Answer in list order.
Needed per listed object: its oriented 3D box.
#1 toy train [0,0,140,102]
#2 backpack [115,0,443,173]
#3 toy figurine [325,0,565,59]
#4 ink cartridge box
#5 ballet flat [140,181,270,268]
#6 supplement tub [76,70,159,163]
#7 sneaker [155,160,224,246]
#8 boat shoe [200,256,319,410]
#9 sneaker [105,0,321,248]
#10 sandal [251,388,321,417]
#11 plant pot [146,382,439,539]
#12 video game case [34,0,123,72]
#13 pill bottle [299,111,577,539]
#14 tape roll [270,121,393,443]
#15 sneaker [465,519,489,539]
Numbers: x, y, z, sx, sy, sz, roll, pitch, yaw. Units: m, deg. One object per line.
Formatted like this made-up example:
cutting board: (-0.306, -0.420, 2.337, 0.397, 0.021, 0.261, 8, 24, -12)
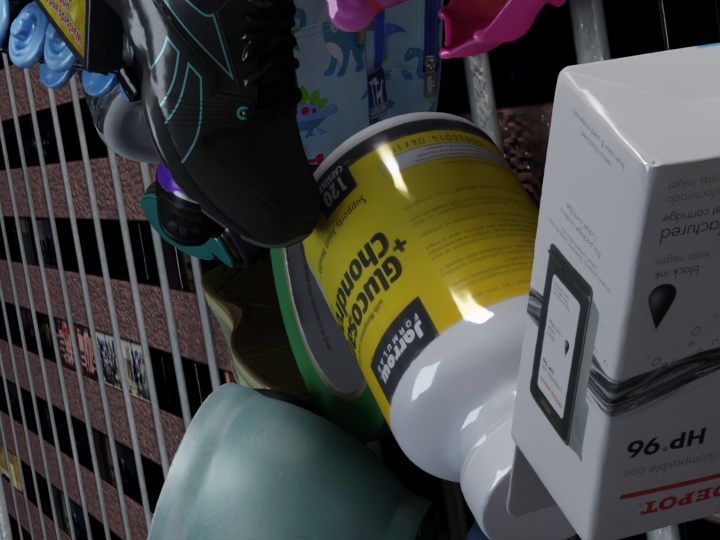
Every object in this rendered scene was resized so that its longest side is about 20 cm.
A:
toy train: (-0.178, -0.175, 1.140, 0.200, 0.087, 0.114, 15, 86, 51)
backpack: (-0.044, -0.161, 0.935, 0.183, 0.147, 0.200, -130, 32, -50)
toy figurine: (0.014, -0.176, 0.756, 0.150, 0.200, 0.184, -150, 38, -79)
ink cartridge box: (0.123, 0.023, 0.626, 0.068, 0.116, 0.200, -123, 28, -48)
ballet flat: (-0.099, -0.042, 1.273, 0.200, 0.073, 0.073, -162, 63, -67)
supplement tub: (-0.154, -0.186, 1.263, 0.123, 0.122, 0.200, 108, 146, -53)
sneaker: (-0.092, -0.077, 1.104, 0.200, 0.070, 0.100, -72, 1, -65)
boat shoe: (-0.058, 0.054, 1.212, 0.201, 0.073, 0.063, 43, 152, 59)
sneaker: (-0.064, -0.105, 0.808, 0.079, 0.075, 0.200, -21, 101, 34)
sandal: (-0.032, 0.130, 1.164, 0.200, 0.075, 0.048, 79, -153, -53)
plant pot: (-0.033, 0.175, 1.006, 0.200, 0.134, 0.200, 11, -90, -78)
video game case: (-0.170, -0.234, 1.002, 0.200, 0.025, 0.181, -130, 40, -51)
pill bottle: (0.052, 0.027, 0.827, 0.112, 0.112, 0.200, 99, 152, -44)
tape roll: (0.000, 0.000, 1.049, 0.200, 0.048, 0.201, 169, 90, -71)
sneaker: (0.056, 0.222, 0.964, 0.070, 0.082, 0.200, -132, 36, -55)
